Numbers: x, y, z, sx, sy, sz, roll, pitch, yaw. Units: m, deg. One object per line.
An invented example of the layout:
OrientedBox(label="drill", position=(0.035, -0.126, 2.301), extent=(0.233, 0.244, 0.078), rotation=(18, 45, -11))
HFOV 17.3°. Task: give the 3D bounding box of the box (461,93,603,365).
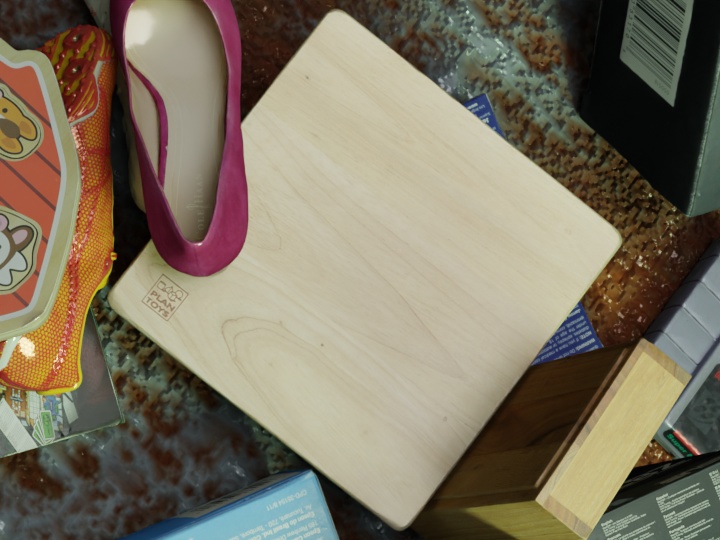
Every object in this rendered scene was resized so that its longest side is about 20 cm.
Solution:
OrientedBox(label="box", position=(0.061, 0.014, 1.348), extent=(0.121, 0.032, 0.200), rotation=(-26, 91, -24))

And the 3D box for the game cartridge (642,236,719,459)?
OrientedBox(label="game cartridge", position=(0.253, 0.091, 1.421), extent=(0.200, 0.038, 0.130), rotation=(44, 63, -11))

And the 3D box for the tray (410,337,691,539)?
OrientedBox(label="tray", position=(0.089, 0.092, 1.221), extent=(0.037, 0.200, 0.099), rotation=(39, 72, -11))

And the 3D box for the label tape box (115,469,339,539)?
OrientedBox(label="label tape box", position=(-0.062, 0.223, 1.242), extent=(0.144, 0.063, 0.201), rotation=(-20, 92, -25))

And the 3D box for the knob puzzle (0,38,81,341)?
OrientedBox(label="knob puzzle", position=(-0.227, -0.042, 1.170), extent=(0.219, 0.030, 0.220), rotation=(-1, 68, 2))

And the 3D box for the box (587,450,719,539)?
OrientedBox(label="box", position=(0.107, 0.156, 1.275), extent=(0.200, 0.161, 0.049), rotation=(-21, 90, -24))

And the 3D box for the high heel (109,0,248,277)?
OrientedBox(label="high heel", position=(-0.093, -0.095, 1.186), extent=(0.067, 0.096, 0.201), rotation=(-4, 84, -2))

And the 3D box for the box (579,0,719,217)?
OrientedBox(label="box", position=(0.250, -0.161, 1.360), extent=(0.200, 0.197, 0.117), rotation=(-17, 44, -25))

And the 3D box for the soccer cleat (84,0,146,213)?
OrientedBox(label="soccer cleat", position=(-0.117, -0.126, 1.279), extent=(0.077, 0.069, 0.201), rotation=(10, 71, -16))

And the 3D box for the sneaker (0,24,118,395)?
OrientedBox(label="sneaker", position=(-0.160, -0.032, 1.227), extent=(0.077, 0.073, 0.201), rotation=(33, 63, -49))

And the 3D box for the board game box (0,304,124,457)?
OrientedBox(label="board game box", position=(-0.200, -0.002, 1.242), extent=(0.105, 0.023, 0.201), rotation=(-14, 87, -24))

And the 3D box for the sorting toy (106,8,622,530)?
OrientedBox(label="sorting toy", position=(0.000, 0.000, 1.274), extent=(0.200, 0.070, 0.199), rotation=(38, 84, -5))
